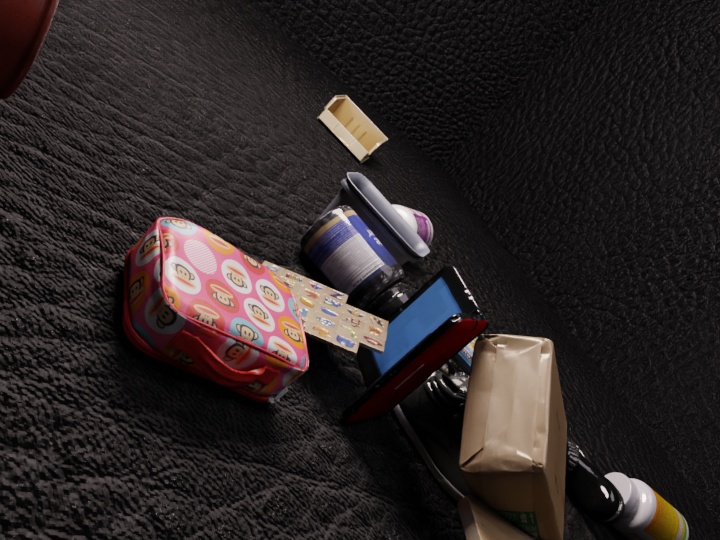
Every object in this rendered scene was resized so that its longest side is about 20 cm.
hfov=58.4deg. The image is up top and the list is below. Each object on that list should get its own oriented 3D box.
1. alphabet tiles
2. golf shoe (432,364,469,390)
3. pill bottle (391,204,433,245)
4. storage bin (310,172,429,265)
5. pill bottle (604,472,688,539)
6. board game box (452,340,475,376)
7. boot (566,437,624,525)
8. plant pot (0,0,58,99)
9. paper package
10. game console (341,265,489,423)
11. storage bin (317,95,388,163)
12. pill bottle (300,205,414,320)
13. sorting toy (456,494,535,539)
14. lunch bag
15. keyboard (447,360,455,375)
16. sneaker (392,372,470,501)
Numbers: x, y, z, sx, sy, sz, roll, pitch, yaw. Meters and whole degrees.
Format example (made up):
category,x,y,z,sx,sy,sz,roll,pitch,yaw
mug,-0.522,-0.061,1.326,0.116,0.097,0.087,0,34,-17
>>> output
category,x,y,z,sx,sy,sz,roll,pitch,yaw
alphabet tiles,-0.057,0.052,0.863,0.199,0.008,0.167,23,19,-2
golf shoe,0.139,0.208,1.034,0.200,0.078,0.095,33,44,-42
pill bottle,0.089,-0.093,1.485,0.112,0.112,0.200,51,17,15
storage bin,0.009,-0.062,1.187,0.200,0.134,0.146,49,17,4
pill bottle,0.575,0.500,1.330,0.200,0.111,0.111,40,18,-23
board game box,0.207,0.167,1.300,0.151,0.047,0.200,47,17,1
boot,0.398,0.375,1.232,0.158,0.079,0.211,44,5,-34
plant pot,-0.420,-0.302,0.627,0.195,0.201,0.201,19,32,-41
paper package,0.200,0.217,0.823,0.200,0.103,0.191,66,31,-43
game console,0.054,0.089,0.845,0.119,0.200,0.172,53,18,21
storage bin,-0.024,-0.449,2.040,0.200,0.094,0.199,46,17,-5
pill bottle,0.000,0.000,1.065,0.200,0.112,0.112,50,17,11
sorting toy,0.179,0.385,0.709,0.200,0.070,0.199,39,18,-23
lunch bag,-0.142,0.049,0.663,0.200,0.082,0.177,34,22,-37
keyboard,0.099,0.112,1.134,0.200,0.021,0.127,50,-6,27
sneaker,0.135,0.231,0.894,0.200,0.099,0.071,54,16,16
